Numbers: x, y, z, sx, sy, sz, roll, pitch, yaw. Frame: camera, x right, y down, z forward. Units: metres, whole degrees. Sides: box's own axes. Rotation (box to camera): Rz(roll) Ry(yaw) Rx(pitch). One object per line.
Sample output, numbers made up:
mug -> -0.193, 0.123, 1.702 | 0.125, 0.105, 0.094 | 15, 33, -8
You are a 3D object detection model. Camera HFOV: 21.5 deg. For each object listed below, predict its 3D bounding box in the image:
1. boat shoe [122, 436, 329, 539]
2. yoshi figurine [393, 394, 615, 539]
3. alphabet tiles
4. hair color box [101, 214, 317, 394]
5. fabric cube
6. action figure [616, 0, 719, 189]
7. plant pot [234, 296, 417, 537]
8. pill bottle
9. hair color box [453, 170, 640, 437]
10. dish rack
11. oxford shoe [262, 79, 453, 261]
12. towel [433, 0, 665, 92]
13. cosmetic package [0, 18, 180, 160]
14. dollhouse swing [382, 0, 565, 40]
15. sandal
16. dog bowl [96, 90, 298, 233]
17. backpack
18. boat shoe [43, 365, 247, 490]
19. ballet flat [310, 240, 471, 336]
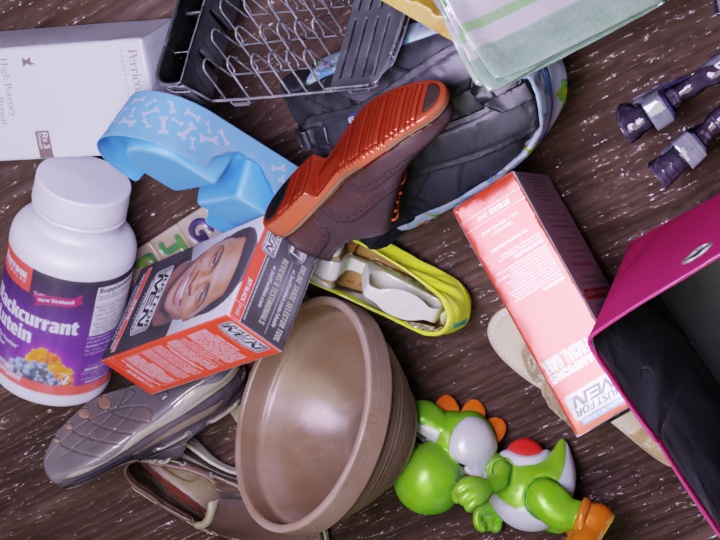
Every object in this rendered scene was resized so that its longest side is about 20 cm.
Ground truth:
boat shoe -> -0.127, 0.215, 1.714 | 0.201, 0.075, 0.075 | 27, 116, 6
yoshi figurine -> 0.109, 0.193, 1.617 | 0.199, 0.112, 0.113 | 32, 123, 7
alphabet tiles -> -0.118, 0.048, 1.684 | 0.166, 0.008, 0.201 | -31, 99, 25
hair color box -> -0.126, 0.031, 1.572 | 0.061, 0.102, 0.199 | 36, 147, -26
fabric cube -> 0.315, 0.046, 1.440 | 0.195, 0.200, 0.201 | -32, 99, 26
action figure -> 0.291, -0.151, 1.446 | 0.199, 0.069, 0.131 | -35, 91, 22
plant pot -> -0.017, 0.129, 1.605 | 0.092, 0.202, 0.201 | 17, 123, -33
pill bottle -> -0.254, 0.007, 1.644 | 0.110, 0.112, 0.202 | 20, 121, 9
hair color box -> 0.158, 0.024, 1.496 | 0.064, 0.111, 0.201 | -32, 80, 17
dish rack -> -0.052, -0.202, 1.480 | 0.198, 0.155, 0.055 | -1, 154, 31
oxford shoe -> 0.012, -0.074, 1.444 | 0.072, 0.072, 0.199 | 37, 133, -20
towel -> 0.106, -0.244, 1.364 | 0.151, 0.023, 0.201 | -28, 81, -6
cosmetic package -> -0.252, -0.152, 1.611 | 0.198, 0.074, 0.103 | -2, 110, 19
dollhouse swing -> 0.094, -0.295, 1.402 | 0.199, 0.182, 0.177 | 31, 129, 4
sandal -> 0.194, 0.102, 1.572 | 0.211, 0.070, 0.078 | 33, 117, 3
dog bowl -> -0.118, -0.081, 1.537 | 0.199, 0.050, 0.111 | 31, 160, -31
backpack -> 0.064, -0.131, 1.492 | 0.199, 0.153, 0.164 | -25, 97, 46
boat shoe -> -0.181, 0.139, 1.663 | 0.199, 0.075, 0.074 | -31, 128, 0
ballet flat -> 0.000, 0.000, 1.594 | 0.198, 0.067, 0.067 | 26, 115, 7
